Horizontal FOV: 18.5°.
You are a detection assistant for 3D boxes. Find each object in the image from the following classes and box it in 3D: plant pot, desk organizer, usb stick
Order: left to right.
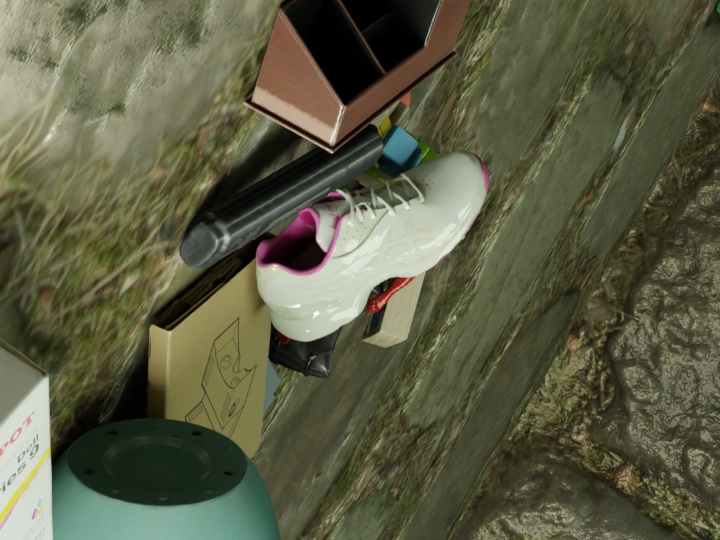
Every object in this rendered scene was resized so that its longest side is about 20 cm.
[{"bbox_3d":[-0.142,0.200,1.516,0.201,0.200,0.162,-38,139,-58],"label":"plant pot"},{"bbox_3d":[-0.053,-0.054,1.562,0.200,0.033,0.055,-34,176,-46],"label":"usb stick"},{"bbox_3d":[0.006,-0.163,1.518,0.200,0.072,0.077,-42,157,-53],"label":"desk organizer"}]

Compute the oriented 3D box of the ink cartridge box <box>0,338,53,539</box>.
[{"bbox_3d":[-0.243,0.132,1.198,0.145,0.087,0.200,-51,163,-31],"label":"ink cartridge box"}]

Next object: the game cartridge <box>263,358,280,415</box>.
[{"bbox_3d":[-0.136,0.151,1.779,0.200,0.040,0.133,-57,171,-11],"label":"game cartridge"}]

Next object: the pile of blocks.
[{"bbox_3d":[0.031,-0.105,1.719,0.062,0.082,0.200,-56,167,-10],"label":"pile of blocks"}]

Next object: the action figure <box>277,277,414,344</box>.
[{"bbox_3d":[0.000,0.000,1.765,0.200,0.065,0.052,-26,135,-33],"label":"action figure"}]

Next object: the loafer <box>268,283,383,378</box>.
[{"bbox_3d":[-0.010,0.010,1.849,0.200,0.072,0.073,-54,166,-24],"label":"loafer"}]

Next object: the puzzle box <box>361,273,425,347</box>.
[{"bbox_3d":[0.037,-0.003,1.922,0.200,0.025,0.134,137,-31,-83],"label":"puzzle box"}]

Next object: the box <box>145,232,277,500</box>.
[{"bbox_3d":[-0.112,0.089,1.649,0.163,0.021,0.201,-44,146,-52],"label":"box"}]

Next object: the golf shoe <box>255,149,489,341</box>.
[{"bbox_3d":[0.008,-0.032,1.639,0.200,0.075,0.092,-38,138,-7],"label":"golf shoe"}]

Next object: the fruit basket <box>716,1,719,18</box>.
[{"bbox_3d":[0.598,-0.393,3.172,0.200,0.094,0.186,8,114,-55],"label":"fruit basket"}]
